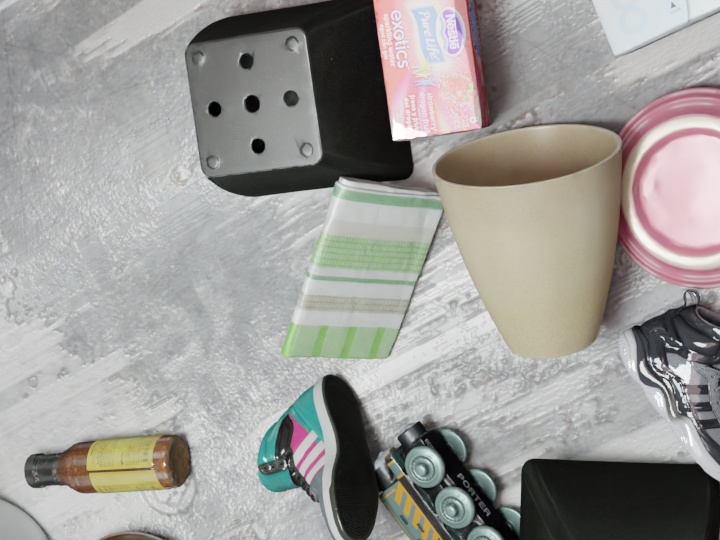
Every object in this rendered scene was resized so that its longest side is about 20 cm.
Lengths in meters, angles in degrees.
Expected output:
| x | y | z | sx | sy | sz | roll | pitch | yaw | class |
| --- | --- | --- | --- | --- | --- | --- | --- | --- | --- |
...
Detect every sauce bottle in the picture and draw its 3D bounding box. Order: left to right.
| x | y | z | sx | sy | sz | roll | pitch | yaw | class |
| --- | --- | --- | --- | --- | --- | --- | --- | --- | --- |
| -0.297 | 0.226 | 1.833 | 0.199 | 0.066 | 0.066 | -4 | 97 | 22 | sauce bottle |

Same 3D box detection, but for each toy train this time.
| x | y | z | sx | sy | sz | roll | pitch | yaw | class |
| --- | --- | --- | --- | --- | --- | --- | --- | --- | --- |
| 0.091 | 0.261 | 1.685 | 0.114 | 0.085 | 0.200 | -42 | 82 | 31 | toy train |

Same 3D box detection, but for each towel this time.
| x | y | z | sx | sy | sz | roll | pitch | yaw | class |
| --- | --- | --- | --- | --- | --- | --- | --- | --- | --- |
| 0.000 | 0.000 | 1.652 | 0.031 | 0.149 | 0.201 | 39 | 115 | 45 | towel |

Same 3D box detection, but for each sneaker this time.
| x | y | z | sx | sy | sz | roll | pitch | yaw | class |
| --- | --- | --- | --- | --- | --- | --- | --- | --- | --- |
| -0.054 | 0.223 | 1.701 | 0.121 | 0.083 | 0.201 | -36 | 45 | 31 | sneaker |
| 0.354 | 0.116 | 1.562 | 0.114 | 0.075 | 0.200 | -41 | 80 | 24 | sneaker |

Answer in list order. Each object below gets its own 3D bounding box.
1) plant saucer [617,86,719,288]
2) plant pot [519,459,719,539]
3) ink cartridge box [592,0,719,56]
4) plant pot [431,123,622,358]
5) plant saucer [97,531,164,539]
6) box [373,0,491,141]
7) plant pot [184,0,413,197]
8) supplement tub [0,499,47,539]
| x | y | z | sx | sy | sz | roll | pitch | yaw | class |
| --- | --- | --- | --- | --- | --- | --- | --- | --- | --- |
| 0.335 | -0.079 | 1.554 | 0.199 | 0.051 | 0.202 | 4 | 100 | 20 | plant saucer |
| 0.257 | 0.309 | 1.539 | 0.199 | 0.177 | 0.201 | 2 | 100 | 3 | plant pot |
| 0.280 | -0.329 | 1.514 | 0.160 | 0.047 | 0.201 | -22 | 92 | 41 | ink cartridge box |
| 0.178 | -0.022 | 1.569 | 0.186 | 0.187 | 0.201 | -2 | 112 | 21 | plant pot |
| -0.254 | 0.402 | 1.859 | 0.199 | 0.034 | 0.201 | 3 | 98 | 20 | plant saucer |
| 0.070 | -0.237 | 1.596 | 0.094 | 0.103 | 0.201 | -7 | 95 | 11 | box |
| -0.077 | -0.175 | 1.628 | 0.199 | 0.177 | 0.201 | -5 | 97 | 22 | plant pot |
| -0.475 | 0.383 | 1.880 | 0.144 | 0.144 | 0.200 | 41 | 109 | 11 | supplement tub |
